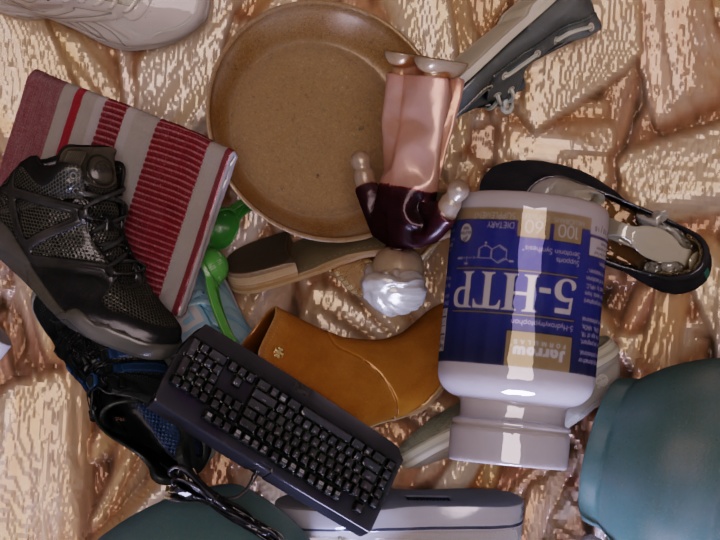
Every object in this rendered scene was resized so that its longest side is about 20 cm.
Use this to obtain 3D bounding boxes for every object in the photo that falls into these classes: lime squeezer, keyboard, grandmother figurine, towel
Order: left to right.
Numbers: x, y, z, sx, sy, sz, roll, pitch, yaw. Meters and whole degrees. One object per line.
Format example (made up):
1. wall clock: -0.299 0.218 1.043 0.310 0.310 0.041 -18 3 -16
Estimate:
1. towel: -0.200 -0.061 1.352 0.200 0.023 0.144 22 100 22
2. lime squeezer: -0.102 -0.014 1.358 0.071 0.038 0.200 8 50 11
3. keyboard: -0.070 0.139 1.269 0.200 0.021 0.127 33 72 -17
4. grandmother figurine: 0.039 -0.062 1.297 0.061 0.121 0.200 4 100 -32

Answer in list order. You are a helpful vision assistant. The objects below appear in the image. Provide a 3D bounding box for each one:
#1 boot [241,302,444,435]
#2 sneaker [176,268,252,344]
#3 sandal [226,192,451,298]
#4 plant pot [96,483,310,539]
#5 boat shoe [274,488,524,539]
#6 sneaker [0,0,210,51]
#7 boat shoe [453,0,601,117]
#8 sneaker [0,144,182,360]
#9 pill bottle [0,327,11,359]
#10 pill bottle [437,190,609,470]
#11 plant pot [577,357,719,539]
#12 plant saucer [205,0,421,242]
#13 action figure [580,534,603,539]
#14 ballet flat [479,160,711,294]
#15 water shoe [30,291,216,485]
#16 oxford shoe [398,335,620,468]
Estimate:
1. boot: -0.013 0.068 1.337 0.144 0.071 0.201 43 73 -22
2. sneaker: -0.131 0.035 1.366 0.074 0.082 0.200 -41 90 -1
3. sandal: 0.000 -0.003 1.387 0.212 0.078 0.070 -14 121 6
4. plant pot: -0.109 0.245 1.322 0.200 0.200 0.135 40 68 0
5. boat shoe: 0.030 0.222 1.376 0.202 0.075 0.086 1 99 -7
6. sneaker: -0.220 -0.224 1.360 0.200 0.099 0.078 8 89 0
7. boat shoe: 0.115 -0.159 1.366 0.200 0.073 0.062 -44 105 -15
8. sneaker: -0.200 -0.022 1.298 0.199 0.076 0.114 41 112 24
9. pill bottle: -0.375 0.106 1.348 0.116 0.116 0.200 40 89 0
10. pill bottle: 0.120 0.046 1.285 0.120 0.120 0.200 5 85 0
11. plant pot: 0.249 0.154 1.323 0.134 0.200 0.200 14 89 22
12. plant saucer: -0.029 -0.117 1.369 0.200 0.035 0.200 4 78 -17
13. action figure: 0.101 0.284 1.349 0.193 0.200 0.105 -9 49 -5
14. ballet flat: 0.193 -0.039 1.375 0.200 0.073 0.073 24 89 0
15. water shoe: -0.191 0.083 1.359 0.200 0.079 0.072 45 110 0
16. oxford shoe: 0.124 0.118 1.373 0.200 0.075 0.058 -25 101 -2
